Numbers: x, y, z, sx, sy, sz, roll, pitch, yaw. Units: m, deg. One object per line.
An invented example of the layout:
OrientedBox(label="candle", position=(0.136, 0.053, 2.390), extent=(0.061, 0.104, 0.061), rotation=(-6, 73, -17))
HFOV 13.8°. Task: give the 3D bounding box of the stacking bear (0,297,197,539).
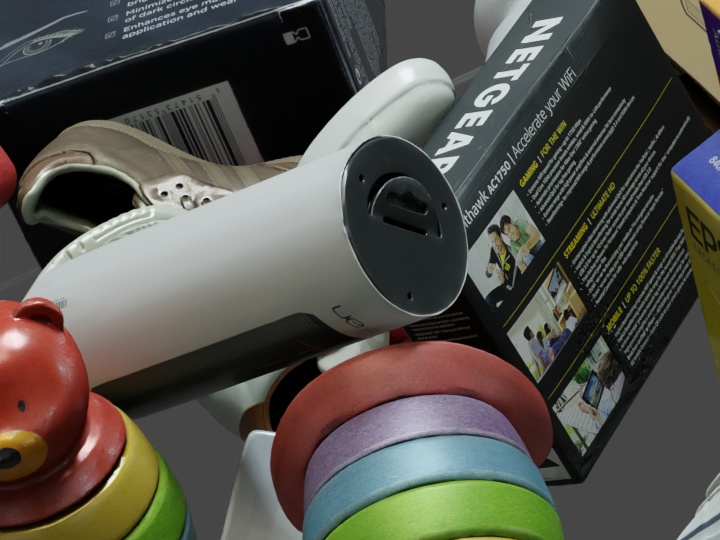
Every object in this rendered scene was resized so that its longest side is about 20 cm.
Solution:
OrientedBox(label="stacking bear", position=(-0.133, 0.100, 1.284), extent=(0.121, 0.200, 0.114), rotation=(-14, 36, 7))

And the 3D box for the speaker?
OrientedBox(label="speaker", position=(-0.051, 0.006, 1.287), extent=(0.200, 0.081, 0.081), rotation=(-20, 29, 39))

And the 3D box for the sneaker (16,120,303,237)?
OrientedBox(label="sneaker", position=(-0.074, -0.019, 1.457), extent=(0.200, 0.071, 0.076), rotation=(12, 29, 19))

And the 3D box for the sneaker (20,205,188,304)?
OrientedBox(label="sneaker", position=(-0.148, 0.055, 1.419), extent=(0.200, 0.077, 0.111), rotation=(-53, 5, -18))

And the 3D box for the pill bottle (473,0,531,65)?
OrientedBox(label="pill bottle", position=(0.121, -0.153, 1.570), extent=(0.112, 0.112, 0.200), rotation=(-5, 39, 18))

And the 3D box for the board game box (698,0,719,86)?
OrientedBox(label="board game box", position=(0.293, -0.038, 1.267), extent=(0.199, 0.200, 0.200), rotation=(-26, 36, -9))

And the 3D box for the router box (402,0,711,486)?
OrientedBox(label="router box", position=(0.094, -0.021, 1.375), extent=(0.051, 0.149, 0.200), rotation=(-8, 34, 42))

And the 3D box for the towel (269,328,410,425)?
OrientedBox(label="towel", position=(-0.019, 0.003, 1.510), extent=(0.144, 0.023, 0.200), rotation=(-28, 35, -8))

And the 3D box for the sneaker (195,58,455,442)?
OrientedBox(label="sneaker", position=(0.000, 0.000, 1.381), extent=(0.085, 0.073, 0.200), rotation=(42, 110, 30))

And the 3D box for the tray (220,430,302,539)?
OrientedBox(label="tray", position=(-0.013, 0.151, 1.293), extent=(0.107, 0.022, 0.200), rotation=(9, 40, 2))

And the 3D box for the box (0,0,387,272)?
OrientedBox(label="box", position=(-0.093, -0.116, 1.596), extent=(0.196, 0.118, 0.200), rotation=(-17, 32, 11))

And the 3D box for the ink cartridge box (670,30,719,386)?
OrientedBox(label="ink cartridge box", position=(0.196, 0.030, 1.224), extent=(0.047, 0.200, 0.198), rotation=(-27, 36, -9))

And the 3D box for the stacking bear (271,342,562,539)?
OrientedBox(label="stacking bear", position=(0.037, 0.140, 1.207), extent=(0.121, 0.114, 0.200), rotation=(-19, 54, 4))

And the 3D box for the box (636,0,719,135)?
OrientedBox(label="box", position=(0.177, -0.153, 1.518), extent=(0.021, 0.163, 0.200), rotation=(-38, 22, 37))

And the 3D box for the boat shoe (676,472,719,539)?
OrientedBox(label="boat shoe", position=(0.172, 0.101, 1.171), extent=(0.073, 0.200, 0.067), rotation=(27, 58, -8))

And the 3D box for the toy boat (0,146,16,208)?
OrientedBox(label="toy boat", position=(-0.231, 0.018, 1.475), extent=(0.130, 0.200, 0.131), rotation=(-18, 59, -44))
